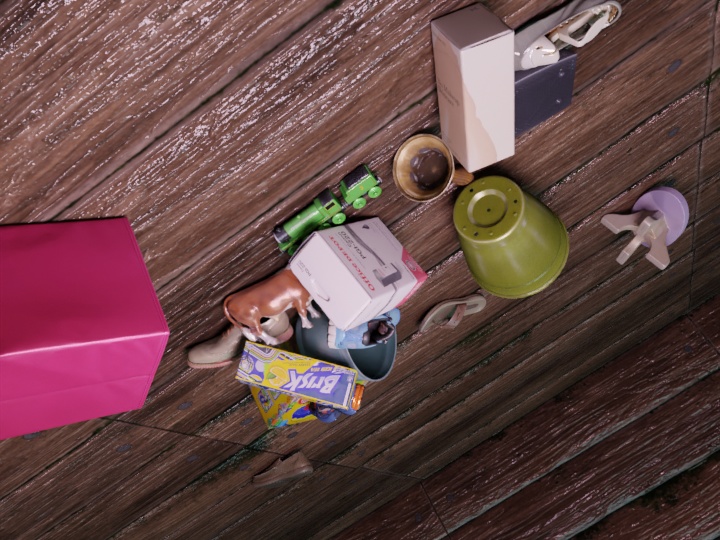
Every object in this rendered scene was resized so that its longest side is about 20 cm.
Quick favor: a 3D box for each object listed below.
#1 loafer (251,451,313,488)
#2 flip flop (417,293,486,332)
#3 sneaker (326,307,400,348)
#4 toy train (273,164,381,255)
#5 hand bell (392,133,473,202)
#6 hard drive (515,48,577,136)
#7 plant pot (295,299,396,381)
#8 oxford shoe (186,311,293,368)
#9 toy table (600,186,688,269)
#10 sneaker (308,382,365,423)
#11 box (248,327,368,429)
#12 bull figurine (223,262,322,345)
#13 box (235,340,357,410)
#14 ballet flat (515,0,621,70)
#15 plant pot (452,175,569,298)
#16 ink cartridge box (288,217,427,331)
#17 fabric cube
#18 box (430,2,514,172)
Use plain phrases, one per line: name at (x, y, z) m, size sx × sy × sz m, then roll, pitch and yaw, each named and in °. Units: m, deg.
loafer at (-0.222, 0.566, 2.005) m, size 0.199 × 0.068 × 0.076 m, roll -22°, pitch 152°, yaw 19°
flip flop at (0.226, 0.109, 1.692) m, size 0.199 × 0.058 × 0.081 m, roll -13°, pitch 147°, yaw -30°
sneaker at (0.024, 0.102, 1.214) m, size 0.200 × 0.090 × 0.079 m, roll -18°, pitch 115°, yaw -60°
toy train at (-0.055, -0.094, 1.119) m, size 0.200 × 0.042 × 0.056 m, roll -35°, pitch 142°, yaw 9°
hand bell at (0.145, -0.163, 1.174) m, size 0.104 × 0.104 × 0.200 m, roll -45°, pitch 162°, yaw 25°
hard drive at (0.241, -0.265, 1.117) m, size 0.199 × 0.042 × 0.135 m, roll -28°, pitch 152°, yaw -2°
plant pot at (-0.038, 0.117, 1.346) m, size 0.134 × 0.201 × 0.200 m, roll -13°, pitch 161°, yaw 29°
oxford shoe at (-0.225, 0.115, 1.287) m, size 0.199 × 0.071 × 0.074 m, roll -22°, pitch 125°, yaw -14°
toy table at (0.682, -0.099, 1.690) m, size 0.117 × 0.184 × 0.200 m, roll -39°, pitch 147°, yaw -21°
sneaker at (-0.060, 0.236, 1.347) m, size 0.078 × 0.076 × 0.200 m, roll 28°, pitch 151°, yaw -13°
box at (-0.099, 0.217, 1.494) m, size 0.199 × 0.122 × 0.193 m, roll -3°, pitch 141°, yaw -41°
bull figurine at (-0.133, 0.050, 1.223) m, size 0.199 × 0.122 × 0.065 m, roll -23°, pitch -164°, yaw 3°
box at (-0.108, 0.183, 1.226) m, size 0.199 × 0.070 × 0.064 m, roll 14°, pitch 166°, yaw 3°
ballet flat at (0.282, -0.336, 1.019) m, size 0.200 × 0.064 × 0.067 m, roll -32°, pitch 152°, yaw 5°
plant pot at (0.260, -0.075, 1.291) m, size 0.200 × 0.201 × 0.193 m, roll -36°, pitch 147°, yaw 10°
ink cartridge box at (0.000, 0.000, 1.155) m, size 0.085 × 0.146 × 0.200 m, roll -48°, pitch 165°, yaw 31°
fabric cube at (-0.386, 0.072, 0.905) m, size 0.199 × 0.197 × 0.200 m, roll -8°, pitch 146°, yaw -35°
box at (0.157, -0.247, 0.971) m, size 0.077 × 0.095 × 0.200 m, roll -23°, pitch 137°, yaw -8°
